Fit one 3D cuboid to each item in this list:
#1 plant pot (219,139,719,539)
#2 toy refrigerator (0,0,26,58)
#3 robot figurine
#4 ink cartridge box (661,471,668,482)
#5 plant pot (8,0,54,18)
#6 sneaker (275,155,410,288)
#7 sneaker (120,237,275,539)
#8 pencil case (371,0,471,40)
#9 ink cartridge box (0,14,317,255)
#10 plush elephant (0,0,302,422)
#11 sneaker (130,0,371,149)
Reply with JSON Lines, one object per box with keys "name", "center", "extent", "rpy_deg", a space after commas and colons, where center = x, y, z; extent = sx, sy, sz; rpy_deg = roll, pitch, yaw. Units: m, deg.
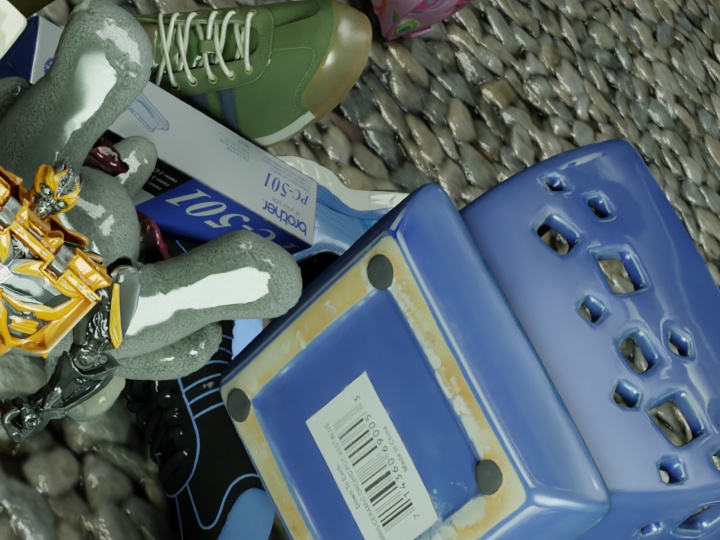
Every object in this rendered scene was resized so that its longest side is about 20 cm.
{"name": "plant pot", "center": [0.060, 0.072, 1.094], "extent": [0.180, 0.200, 0.200], "rpy_deg": [-6, 62, -48]}
{"name": "toy refrigerator", "center": [-0.220, -0.097, 0.978], "extent": [0.076, 0.200, 0.070], "rpy_deg": [43, 68, -20]}
{"name": "robot figurine", "center": [-0.181, 0.033, 0.896], "extent": [0.145, 0.200, 0.058], "rpy_deg": [43, 8, -21]}
{"name": "ink cartridge box", "center": [0.130, 0.192, 1.324], "extent": [0.037, 0.095, 0.200], "rpy_deg": [47, 29, -14]}
{"name": "plant pot", "center": [-0.192, -0.224, 1.178], "extent": [0.194, 0.195, 0.200], "rpy_deg": [60, 4, 13]}
{"name": "sneaker", "center": [0.000, 0.000, 1.368], "extent": [0.200, 0.079, 0.089], "rpy_deg": [13, 55, -41]}
{"name": "sneaker", "center": [-0.091, 0.067, 1.154], "extent": [0.078, 0.070, 0.200], "rpy_deg": [20, 41, -27]}
{"name": "pencil case", "center": [0.007, -0.265, 1.651], "extent": [0.200, 0.087, 0.087], "rpy_deg": [59, 28, 9]}
{"name": "ink cartridge box", "center": [-0.123, -0.055, 1.190], "extent": [0.200, 0.094, 0.044], "rpy_deg": [29, 53, -39]}
{"name": "plush elephant", "center": [-0.141, -0.014, 1.075], "extent": [0.165, 0.200, 0.155], "rpy_deg": [49, 5, -14]}
{"name": "sneaker", "center": [-0.090, -0.104, 1.212], "extent": [0.090, 0.200, 0.067], "rpy_deg": [19, 67, -36]}
